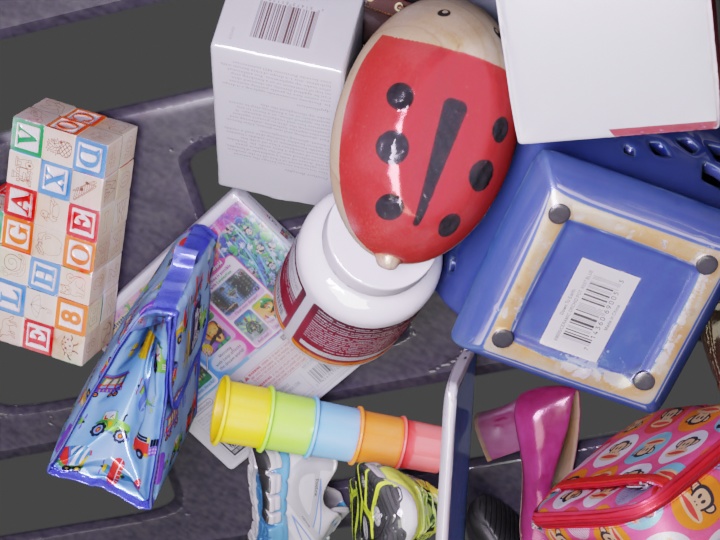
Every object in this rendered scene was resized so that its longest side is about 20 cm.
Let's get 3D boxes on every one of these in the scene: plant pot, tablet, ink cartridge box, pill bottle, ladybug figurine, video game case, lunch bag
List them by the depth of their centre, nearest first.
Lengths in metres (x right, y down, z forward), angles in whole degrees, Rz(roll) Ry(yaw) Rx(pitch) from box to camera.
[{"bbox_3d":[0.051,-0.096,1.454,0.135,0.072,0.201,14,92,-16],"label":"ladybug figurine"},{"bbox_3d":[0.181,-0.199,1.458,0.145,0.200,0.145,-4,118,14],"label":"ink cartridge box"},{"bbox_3d":[0.173,-0.018,1.546,0.199,0.180,0.201,19,118,-10],"label":"plant pot"},{"bbox_3d":[0.000,0.000,1.585,0.113,0.113,0.200,26,162,-3],"label":"pill bottle"},{"bbox_3d":[0.227,0.183,1.615,0.082,0.176,0.200,56,156,-6],"label":"lunch bag"},{"bbox_3d":[-0.168,0.062,1.656,0.094,0.151,0.201,20,119,1],"label":"lunch bag"},{"bbox_3d":[0.076,0.172,1.679,0.014,0.130,0.201,5,104,9],"label":"tablet"},{"bbox_3d":[-0.106,0.051,1.737,0.182,0.024,0.200,44,116,-11],"label":"video game case"}]

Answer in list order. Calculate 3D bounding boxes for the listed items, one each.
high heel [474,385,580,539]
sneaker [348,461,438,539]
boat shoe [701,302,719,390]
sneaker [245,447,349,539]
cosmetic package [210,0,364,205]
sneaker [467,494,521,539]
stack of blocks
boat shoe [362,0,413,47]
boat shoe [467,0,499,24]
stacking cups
[{"bbox_3d":[0.176,0.192,1.723,0.096,0.067,0.200,-20,108,31],"label":"high heel"},{"bbox_3d":[0.035,0.193,1.702,0.076,0.200,0.076,-4,87,-6],"label":"sneaker"},{"bbox_3d":[0.327,0.100,1.643,0.070,0.070,0.200,-23,109,20],"label":"boat shoe"},{"bbox_3d":[-0.052,0.231,1.793,0.086,0.075,0.201,-8,131,-19],"label":"sneaker"},{"bbox_3d":[-0.054,-0.132,1.553,0.101,0.072,0.200,13,152,4],"label":"cosmetic package"},{"bbox_3d":[0.132,0.287,1.778,0.088,0.074,0.200,-27,108,20],"label":"sneaker"},{"bbox_3d":[-0.257,-0.035,1.691,0.115,0.059,0.201,17,116,14],"label":"stack of blocks"},{"bbox_3d":[-0.023,-0.217,1.564,0.200,0.070,0.070,30,106,-15],"label":"boat shoe"},{"bbox_3d":[0.065,-0.153,1.530,0.073,0.068,0.200,1,100,-23],"label":"boat shoe"},{"bbox_3d":[-0.024,0.132,1.729,0.199,0.061,0.061,10,119,-14],"label":"stacking cups"}]
